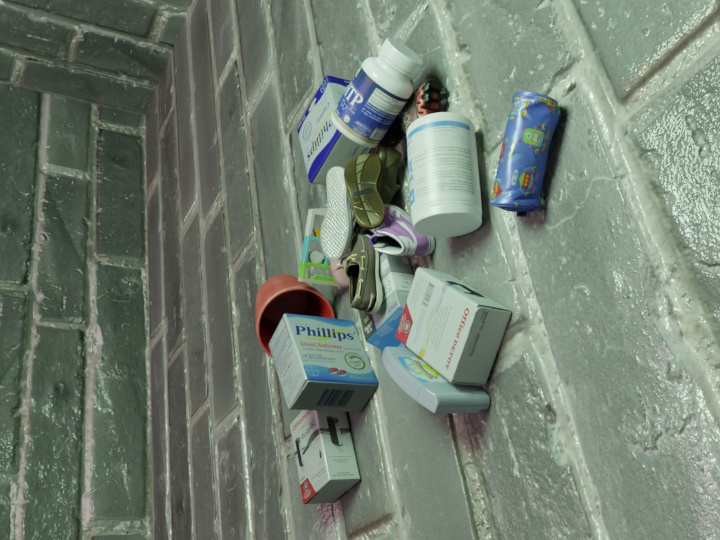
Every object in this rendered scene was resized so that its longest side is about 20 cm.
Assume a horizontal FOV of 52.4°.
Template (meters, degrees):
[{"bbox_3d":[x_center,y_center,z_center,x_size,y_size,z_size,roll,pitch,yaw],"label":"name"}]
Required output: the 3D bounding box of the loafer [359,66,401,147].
[{"bbox_3d":[0.045,-0.367,1.608,0.071,0.073,0.201,-91,-9,-61],"label":"loafer"}]

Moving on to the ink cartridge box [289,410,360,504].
[{"bbox_3d":[-0.085,0.411,1.676,0.144,0.083,0.201,-52,41,42],"label":"ink cartridge box"}]

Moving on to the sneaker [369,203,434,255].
[{"bbox_3d":[0.047,-0.086,1.494,0.200,0.114,0.073,30,120,46],"label":"sneaker"}]

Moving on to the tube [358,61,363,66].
[{"bbox_3d":[0.049,-0.435,1.682,0.200,0.050,0.078,38,143,58],"label":"tube"}]

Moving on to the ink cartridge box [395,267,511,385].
[{"bbox_3d":[0.162,0.099,1.317,0.200,0.082,0.147,36,111,57],"label":"ink cartridge box"}]

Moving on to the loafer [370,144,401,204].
[{"bbox_3d":[0.051,-0.179,1.605,0.076,0.067,0.201,-116,28,-49],"label":"loafer"}]

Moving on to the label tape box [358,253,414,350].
[{"bbox_3d":[0.061,0.085,1.520,0.143,0.066,0.201,-50,41,42],"label":"label tape box"}]

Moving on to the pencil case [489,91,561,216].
[{"bbox_3d":[0.273,-0.190,1.203,0.078,0.086,0.201,-22,-57,-82],"label":"pencil case"}]

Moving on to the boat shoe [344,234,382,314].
[{"bbox_3d":[0.000,0.000,1.521,0.072,0.059,0.201,-52,34,43],"label":"boat shoe"}]

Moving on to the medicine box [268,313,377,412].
[{"bbox_3d":[-0.085,0.205,1.628,0.103,0.181,0.201,-60,37,32],"label":"medicine box"}]

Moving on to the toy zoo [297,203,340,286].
[{"bbox_3d":[-0.072,-0.066,1.721,0.020,0.131,0.201,13,94,60],"label":"toy zoo"}]

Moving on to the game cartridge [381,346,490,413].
[{"bbox_3d":[0.125,0.192,1.314,0.200,0.133,0.041,40,123,56],"label":"game cartridge"}]

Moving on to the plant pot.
[{"bbox_3d":[-0.179,0.105,1.826,0.177,0.199,0.202,-133,56,-64],"label":"plant pot"}]

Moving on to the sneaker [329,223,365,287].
[{"bbox_3d":[-0.030,-0.060,1.664,0.105,0.075,0.202,-143,58,-87],"label":"sneaker"}]

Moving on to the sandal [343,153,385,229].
[{"bbox_3d":[0.011,-0.158,1.501,0.054,0.080,0.201,78,-177,-56],"label":"sandal"}]

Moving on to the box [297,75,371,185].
[{"bbox_3d":[-0.061,-0.337,1.795,0.184,0.104,0.201,-53,41,42],"label":"box"}]

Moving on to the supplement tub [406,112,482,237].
[{"bbox_3d":[0.154,-0.176,1.354,0.132,0.131,0.201,-28,58,55],"label":"supplement tub"}]

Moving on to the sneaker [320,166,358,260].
[{"bbox_3d":[-0.033,-0.123,1.584,0.078,0.079,0.201,14,104,31],"label":"sneaker"}]

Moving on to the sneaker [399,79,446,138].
[{"bbox_3d":[0.124,-0.283,1.493,0.098,0.070,0.202,-9,73,59],"label":"sneaker"}]

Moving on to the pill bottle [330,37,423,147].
[{"bbox_3d":[0.037,-0.365,1.497,0.200,0.119,0.120,-54,39,26],"label":"pill bottle"}]
